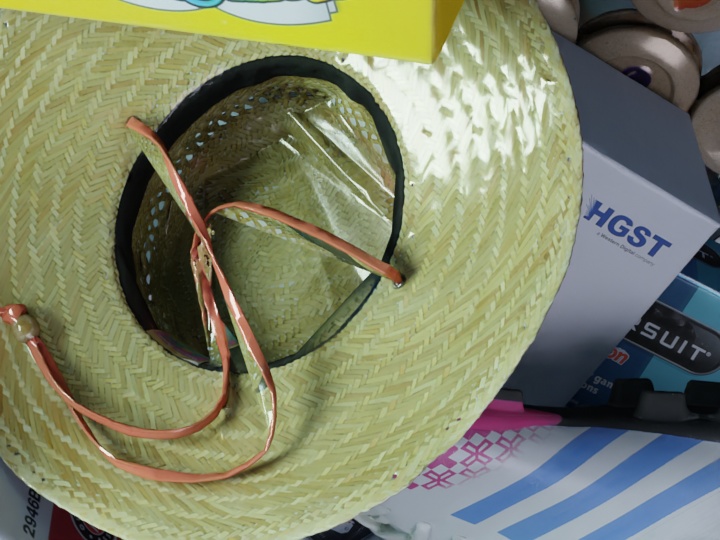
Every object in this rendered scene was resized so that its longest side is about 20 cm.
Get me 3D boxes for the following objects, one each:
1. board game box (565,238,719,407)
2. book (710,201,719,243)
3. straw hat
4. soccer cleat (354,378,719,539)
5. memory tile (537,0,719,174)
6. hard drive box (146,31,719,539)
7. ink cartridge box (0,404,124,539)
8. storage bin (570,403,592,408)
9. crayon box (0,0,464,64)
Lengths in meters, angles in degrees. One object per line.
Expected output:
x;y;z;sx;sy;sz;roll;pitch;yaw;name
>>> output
0.055;0.058;0.913;0.150;0.047;0.201;26;116;-8;board game box
0.172;0.077;0.986;0.133;0.048;0.201;-32;107;-4;book
-0.027;-0.013;0.693;0.200;0.202;0.085;-35;164;2;straw hat
0.044;0.078;0.757;0.198;0.070;0.087;3;93;-6;soccer cleat
0.091;-0.109;0.778;0.199;0.017;0.154;20;136;-12;memory tile
0.000;0.000;0.805;0.155;0.077;0.200;27;118;-19;hard drive box
-0.155;0.035;0.691;0.200;0.145;0.084;38;115;-24;ink cartridge box
0.071;0.155;0.834;0.200;0.134;0.146;-46;174;-20;storage bin
-0.068;-0.152;0.602;0.198;0.058;0.174;9;128;12;crayon box
